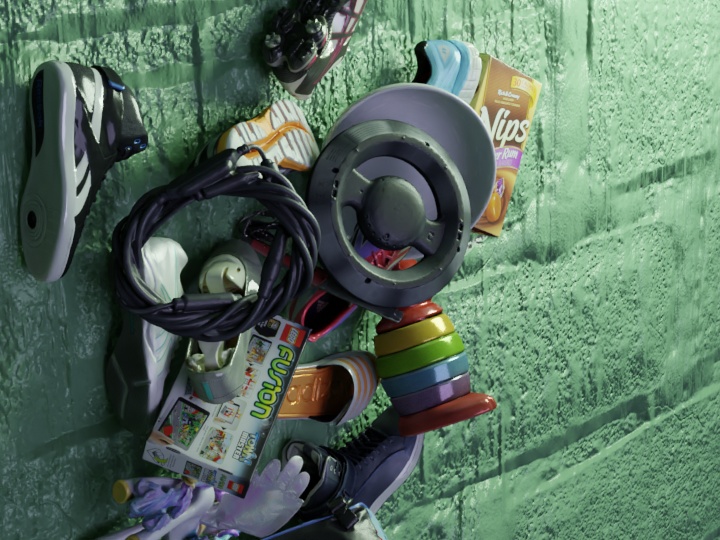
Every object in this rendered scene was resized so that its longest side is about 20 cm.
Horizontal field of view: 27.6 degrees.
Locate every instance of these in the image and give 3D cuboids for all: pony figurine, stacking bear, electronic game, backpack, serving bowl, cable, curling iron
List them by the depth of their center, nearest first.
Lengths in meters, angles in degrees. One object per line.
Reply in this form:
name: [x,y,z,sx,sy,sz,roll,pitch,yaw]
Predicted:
cable: [-0.140,-0.015,1.393,0.199,0.051,0.164,-33,105,-7]
pony figurine: [-0.171,0.232,1.494,0.199,0.167,0.194,-11,141,-49]
curling iron: [-0.040,-0.002,1.547,0.199,0.026,0.050,34,88,-2]
electronic game: [0.031,-0.060,1.551,0.199,0.042,0.201,3,83,-29]
backpack: [-0.039,0.362,1.612,0.182,0.148,0.200,-24,154,0]
serving bowl: [0.048,-0.117,1.632,0.199,0.066,0.201,-3,113,-7]
stacking bear: [0.067,0.080,1.695,0.113,0.121,0.201,-18,88,-8]

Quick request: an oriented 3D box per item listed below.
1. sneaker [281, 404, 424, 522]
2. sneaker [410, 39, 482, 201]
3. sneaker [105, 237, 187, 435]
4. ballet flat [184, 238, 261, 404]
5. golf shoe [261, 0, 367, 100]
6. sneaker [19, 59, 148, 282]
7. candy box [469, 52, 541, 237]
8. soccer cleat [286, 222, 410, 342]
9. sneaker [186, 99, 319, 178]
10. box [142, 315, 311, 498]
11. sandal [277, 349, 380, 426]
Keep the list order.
sneaker: [-0.010,0.211,1.697,0.203,0.077,0.146,-56,138,-19]
sneaker: [0.069,-0.173,1.697,0.089,0.078,0.201,11,94,-26]
sneaker: [-0.202,0.064,1.451,0.080,0.070,0.202,-7,106,-49]
ballet flat: [-0.136,0.036,1.458,0.064,0.067,0.201,68,19,-51]
golf shoe: [-0.034,-0.274,1.553,0.200,0.077,0.088,-55,155,-18]
sneaker: [-0.247,-0.089,1.354,0.112,0.073,0.201,-2,101,-46]
candy box: [0.144,-0.152,1.781,0.116,0.056,0.201,17,86,-48]
soccer cleat: [0.000,0.000,1.594,0.200,0.073,0.068,-45,109,6]
sneaker: [-0.108,-0.122,1.504,0.200,0.077,0.079,-21,86,-61]
box: [-0.131,0.121,1.469,0.035,0.110,0.201,113,-1,-50]
sandal: [-0.036,0.142,1.662,0.206,0.059,0.080,-7,106,-47]
